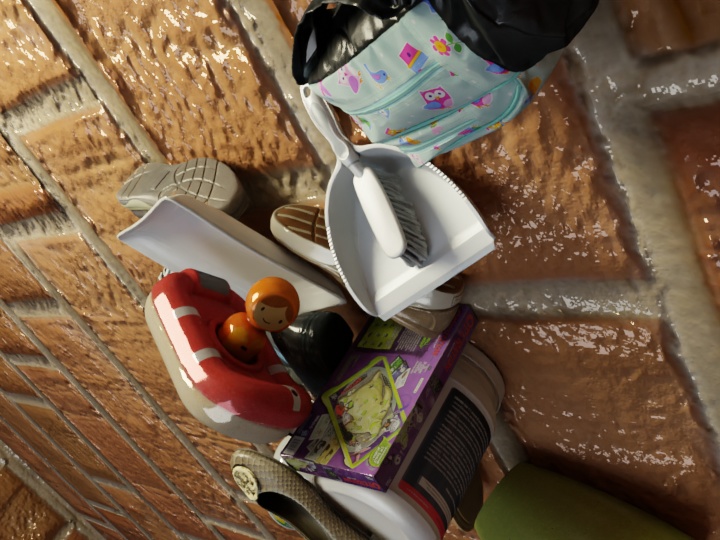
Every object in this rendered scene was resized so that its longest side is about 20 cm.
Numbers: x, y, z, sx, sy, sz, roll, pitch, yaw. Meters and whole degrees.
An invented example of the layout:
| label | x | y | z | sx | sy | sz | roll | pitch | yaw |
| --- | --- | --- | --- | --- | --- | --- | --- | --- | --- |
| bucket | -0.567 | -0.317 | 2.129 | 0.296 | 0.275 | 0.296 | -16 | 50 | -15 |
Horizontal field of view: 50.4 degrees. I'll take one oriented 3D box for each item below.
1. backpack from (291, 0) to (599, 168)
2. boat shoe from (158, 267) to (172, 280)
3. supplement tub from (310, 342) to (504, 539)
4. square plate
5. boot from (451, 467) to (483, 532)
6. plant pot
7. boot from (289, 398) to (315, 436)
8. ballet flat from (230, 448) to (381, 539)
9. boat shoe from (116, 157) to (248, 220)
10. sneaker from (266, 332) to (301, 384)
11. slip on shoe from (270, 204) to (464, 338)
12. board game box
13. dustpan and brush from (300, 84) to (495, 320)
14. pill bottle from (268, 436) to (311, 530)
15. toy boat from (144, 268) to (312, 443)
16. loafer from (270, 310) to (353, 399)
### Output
| label | x | y | z | sx | sy | sz | roll | pitch | yaw |
| --- | --- | --- | --- | --- | --- | --- | --- | --- | --- |
| backpack | 0.047 | -0.147 | 0.453 | 0.126 | 0.168 | 0.200 | 41 | 152 | -15 |
| boat shoe | -0.217 | 0.018 | 0.964 | 0.072 | 0.070 | 0.201 | 54 | 148 | 9 |
| supplement tub | 0.052 | 0.175 | 0.776 | 0.139 | 0.200 | 0.141 | 24 | 144 | 19 |
| square plate | -0.135 | -0.011 | 0.782 | 0.199 | 0.029 | 0.198 | 32 | 158 | -22 |
| boot | 0.054 | 0.240 | 0.958 | 0.155 | 0.077 | 0.201 | -14 | 118 | 47 |
| plant pot | 0.228 | 0.304 | 0.819 | 0.199 | 0.187 | 0.188 | 36 | 149 | 28 |
| boot | -0.078 | 0.181 | 0.962 | 0.145 | 0.071 | 0.200 | 24 | 176 | 27 |
| ballet flat | -0.047 | 0.240 | 0.720 | 0.199 | 0.046 | 0.068 | 37 | 146 | 4 |
| boat shoe | -0.181 | -0.072 | 0.822 | 0.199 | 0.075 | 0.073 | 13 | 149 | 44 |
| sneaker | -0.126 | 0.075 | 0.951 | 0.198 | 0.073 | 0.083 | 10 | 121 | 26 |
| slip on shoe | 0.000 | 0.000 | 0.729 | 0.198 | 0.076 | 0.061 | 22 | 122 | 9 |
| board game box | 0.021 | 0.111 | 0.731 | 0.119 | 0.201 | 0.032 | -5 | 130 | 45 |
| dustpan and brush | 0.007 | -0.073 | 0.641 | 0.139 | 0.057 | 0.201 | -35 | 73 | 31 |
| pill bottle | -0.077 | 0.299 | 1.117 | 0.112 | 0.113 | 0.201 | 32 | 146 | 7 |
| toy boat | -0.108 | 0.061 | 0.728 | 0.130 | 0.131 | 0.201 | 22 | -154 | -53 |
| loafer | -0.032 | 0.110 | 0.839 | 0.072 | 0.073 | 0.201 | 7 | 140 | 29 |
